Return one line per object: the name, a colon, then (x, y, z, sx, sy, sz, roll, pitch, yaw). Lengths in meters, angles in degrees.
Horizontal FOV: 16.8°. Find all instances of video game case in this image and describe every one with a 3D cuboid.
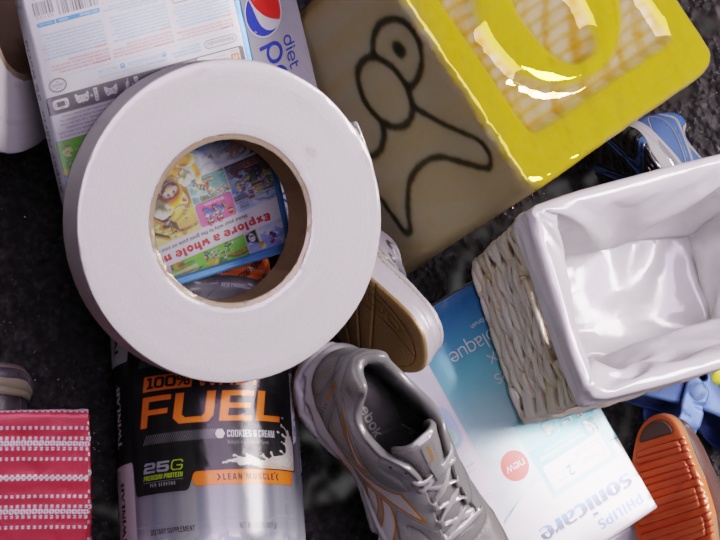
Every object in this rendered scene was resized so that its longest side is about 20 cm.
video game case: (-0.127, -0.091, 1.522, 0.142, 0.018, 0.201, -18, 102, -25)

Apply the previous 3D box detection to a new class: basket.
basket: (0.187, 0.013, 1.623, 0.199, 0.123, 0.136, -14, 82, -26)

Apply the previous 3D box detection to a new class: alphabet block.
alphabet block: (0.079, -0.142, 1.654, 0.196, 0.200, 0.196, -36, 92, -32)

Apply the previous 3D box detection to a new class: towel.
towel: (-0.241, 0.187, 1.538, 0.144, 0.022, 0.201, 0, 96, -20)

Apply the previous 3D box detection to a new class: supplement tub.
supplement tub: (-0.101, 0.094, 1.589, 0.122, 0.122, 0.201, 0, 77, -20)

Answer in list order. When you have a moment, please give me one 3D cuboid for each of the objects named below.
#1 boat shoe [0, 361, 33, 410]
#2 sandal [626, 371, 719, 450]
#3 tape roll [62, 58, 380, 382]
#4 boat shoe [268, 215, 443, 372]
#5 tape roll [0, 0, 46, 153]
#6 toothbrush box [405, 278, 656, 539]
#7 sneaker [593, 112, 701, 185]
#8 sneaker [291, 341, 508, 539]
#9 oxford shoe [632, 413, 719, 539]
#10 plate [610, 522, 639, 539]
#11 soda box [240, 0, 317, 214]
boat shoe: (-0.303, 0.097, 1.541, 0.199, 0.074, 0.074, -1, 78, -19)
sandal: (0.205, 0.059, 1.735, 0.087, 0.079, 0.200, -37, 90, -20)
tape roll: (-0.084, -0.032, 1.510, 0.201, 0.037, 0.204, -1, 93, -22)
boat shoe: (0.000, 0.000, 1.624, 0.069, 0.200, 0.071, -20, 128, -31)
tape roll: (-0.265, -0.182, 1.529, 0.138, 0.203, 0.204, 10, 71, 19)
toothbrush box: (0.085, 0.118, 1.671, 0.146, 0.085, 0.201, -28, 89, -23)
sneaker: (0.246, -0.025, 1.768, 0.077, 0.075, 0.201, -33, 102, -44)
sneaker: (0.036, 0.131, 1.553, 0.076, 0.092, 0.200, -43, 102, -20)
oxford shoe: (0.246, 0.192, 1.697, 0.073, 0.071, 0.201, -16, 88, -41)
plate: (0.197, 0.287, 1.701, 0.199, 0.032, 0.200, -28, 87, -23)
soda box: (-0.077, -0.138, 1.616, 0.068, 0.063, 0.201, -32, 117, -38)
